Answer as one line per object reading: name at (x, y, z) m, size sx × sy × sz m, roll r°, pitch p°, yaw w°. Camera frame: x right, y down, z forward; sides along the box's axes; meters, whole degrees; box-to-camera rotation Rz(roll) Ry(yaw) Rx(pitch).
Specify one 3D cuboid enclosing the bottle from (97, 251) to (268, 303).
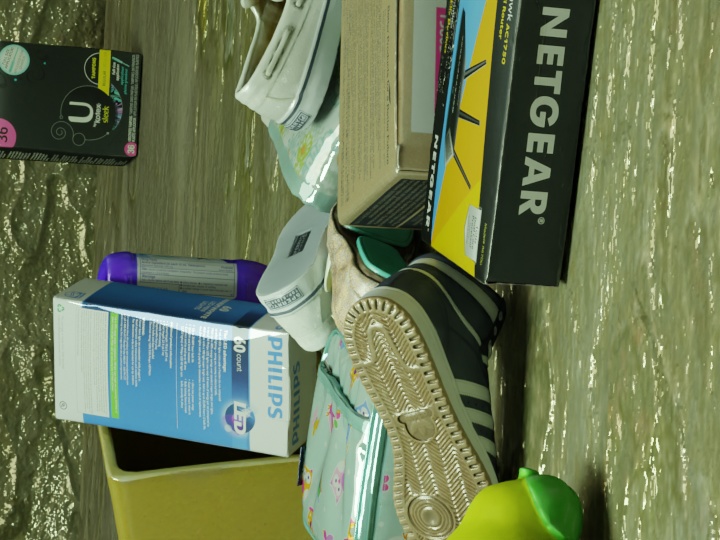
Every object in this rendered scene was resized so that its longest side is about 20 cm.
bottle at (-0.113, 0.023, 1.950) m, size 0.084 × 0.199 × 0.065 m, roll 140°, pitch 132°, yaw -74°

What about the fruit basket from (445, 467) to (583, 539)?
fruit basket at (0.076, 0.220, 1.302) m, size 0.216 × 0.156 × 0.216 m, roll -43°, pitch 6°, yaw 5°

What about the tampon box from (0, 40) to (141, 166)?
tampon box at (-0.413, -0.229, 3.321) m, size 0.126 × 0.199 × 0.150 m, roll 160°, pitch 112°, yaw -76°

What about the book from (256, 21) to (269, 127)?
book at (-0.051, -0.174, 2.101) m, size 0.200 × 0.048 × 0.134 m, roll -132°, pitch 43°, yaw -70°

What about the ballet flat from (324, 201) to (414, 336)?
ballet flat at (0.000, 0.000, 1.694) m, size 0.200 × 0.068 × 0.067 m, roll -84°, pitch 18°, yaw -73°

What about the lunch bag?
lunch bag at (0.011, 0.122, 1.659) m, size 0.200 × 0.077 × 0.161 m, roll -141°, pitch 55°, yaw -74°

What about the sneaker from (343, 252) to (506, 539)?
sneaker at (0.059, 0.086, 1.490) m, size 0.109 × 0.070 × 0.200 m, roll -46°, pitch -58°, yaw -55°

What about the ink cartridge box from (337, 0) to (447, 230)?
ink cartridge box at (0.038, -0.140, 1.619) m, size 0.165 × 0.075 × 0.201 m, roll 145°, pitch 128°, yaw -72°

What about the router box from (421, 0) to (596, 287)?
router box at (0.088, -0.101, 1.440) m, size 0.149 × 0.051 × 0.201 m, roll -142°, pitch 57°, yaw -73°

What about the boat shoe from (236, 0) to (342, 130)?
boat shoe at (-0.059, -0.206, 1.781) m, size 0.075 × 0.086 × 0.202 m, roll -32°, pitch 41°, yaw 60°

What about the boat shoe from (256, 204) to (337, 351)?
boat shoe at (-0.014, 0.000, 1.806) m, size 0.086 × 0.074 × 0.202 m, roll 58°, pitch -156°, yaw -18°

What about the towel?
towel at (-0.015, -0.152, 1.829) m, size 0.200 × 0.048 × 0.171 m, roll -116°, pitch 47°, yaw -65°

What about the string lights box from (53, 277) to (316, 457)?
string lights box at (-0.136, 0.074, 1.850) m, size 0.059 × 0.200 × 0.103 m, roll -38°, pitch -47°, yaw -63°

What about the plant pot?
plant pot at (-0.111, 0.199, 1.941) m, size 0.194 × 0.195 × 0.200 m, roll -115°, pitch 22°, yaw -64°
